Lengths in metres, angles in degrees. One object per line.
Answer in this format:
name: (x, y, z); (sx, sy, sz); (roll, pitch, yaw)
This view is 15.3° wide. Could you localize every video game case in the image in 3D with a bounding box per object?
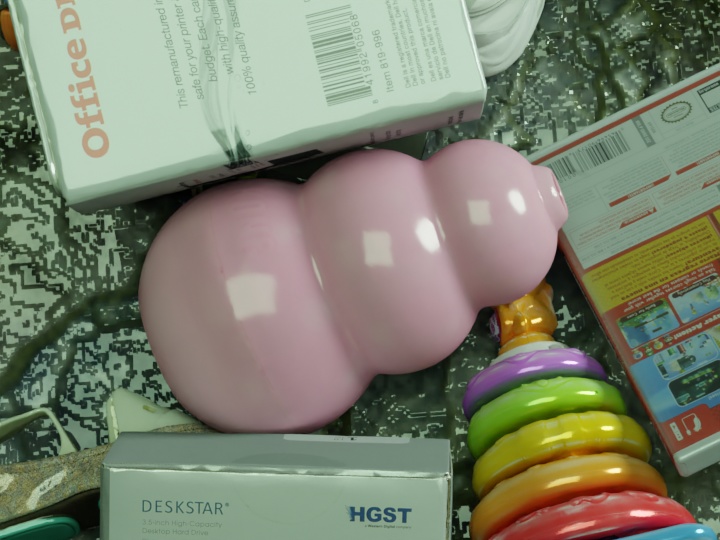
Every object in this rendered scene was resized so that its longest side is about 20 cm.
video game case: (0.174, -0.011, 1.258); (0.143, 0.017, 0.200); (-26, 50, 1)

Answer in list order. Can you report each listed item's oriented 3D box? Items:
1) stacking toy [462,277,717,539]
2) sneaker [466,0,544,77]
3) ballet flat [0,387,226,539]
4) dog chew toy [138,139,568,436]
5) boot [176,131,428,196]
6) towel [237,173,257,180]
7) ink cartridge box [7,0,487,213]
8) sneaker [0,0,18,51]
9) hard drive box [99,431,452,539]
stacking toy: (0.089, 0.075, 1.256); (0.110, 0.116, 0.200); (-12, 64, -3)
sneaker: (0.080, -0.196, 1.315); (0.078, 0.099, 0.200); (16, 78, 7)
ballet flat: (-0.130, 0.093, 1.274); (0.200, 0.068, 0.067); (-11, 68, -1)
dog chew toy: (0.000, 0.000, 1.248); (0.200, 0.125, 0.125); (-22, 76, 10)
boot: (-0.018, -0.127, 1.324); (0.138, 0.077, 0.200); (10, 90, 1)
towel: (-0.036, -0.147, 1.281); (0.086, 0.018, 0.200); (32, 87, -4)
ink cartridge box: (-0.055, -0.119, 1.229); (0.200, 0.083, 0.147); (-13, 86, 0)
sneaker: (-0.112, -0.194, 1.344); (0.078, 0.075, 0.200); (20, 87, 6)
hard drive box: (-0.037, 0.178, 1.206); (0.156, 0.077, 0.200); (2, 98, 2)
